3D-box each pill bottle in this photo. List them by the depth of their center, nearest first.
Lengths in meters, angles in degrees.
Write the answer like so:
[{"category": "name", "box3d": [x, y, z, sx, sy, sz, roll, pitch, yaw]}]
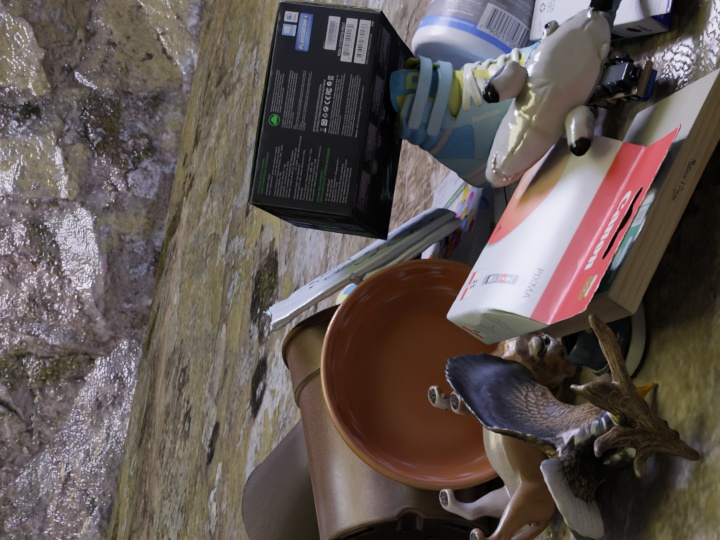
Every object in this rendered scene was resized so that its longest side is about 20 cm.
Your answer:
[{"category": "pill bottle", "box3d": [0.135, -0.264, 1.560, 0.201, 0.113, 0.114, -64, 13, -14]}]

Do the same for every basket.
[{"category": "basket", "box3d": [-0.026, 0.216, 1.715, 0.181, 0.135, 0.200, 62, 149, 25]}]

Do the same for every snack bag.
[{"category": "snack bag", "box3d": [0.000, 0.000, 1.569, 0.199, 0.022, 0.189, -32, 5, -1]}]

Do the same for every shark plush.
[{"category": "shark plush", "box3d": [0.151, -0.160, 1.336, 0.083, 0.090, 0.201, 102, -172, -69]}]

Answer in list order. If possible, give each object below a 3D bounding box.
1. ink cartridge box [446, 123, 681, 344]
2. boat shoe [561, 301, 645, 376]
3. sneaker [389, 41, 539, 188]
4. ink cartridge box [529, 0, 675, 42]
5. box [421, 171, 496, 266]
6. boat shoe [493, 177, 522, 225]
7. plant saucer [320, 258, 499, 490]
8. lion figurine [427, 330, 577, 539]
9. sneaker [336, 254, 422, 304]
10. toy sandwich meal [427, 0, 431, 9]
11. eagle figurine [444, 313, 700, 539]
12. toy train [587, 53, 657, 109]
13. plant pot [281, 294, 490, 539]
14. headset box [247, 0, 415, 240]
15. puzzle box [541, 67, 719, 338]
[{"category": "ink cartridge box", "box3d": [0.146, -0.031, 1.274, 0.163, 0.050, 0.200, -60, 7, -16]}, {"category": "boat shoe", "box3d": [0.176, 0.002, 1.368, 0.075, 0.061, 0.201, 121, 155, -44]}, {"category": "sneaker", "box3d": [0.100, -0.154, 1.442, 0.200, 0.130, 0.080, -46, 27, 44]}, {"category": "ink cartridge box", "box3d": [0.216, -0.244, 1.427, 0.200, 0.039, 0.100, 3, 81, 63]}, {"category": "box", "box3d": [0.099, -0.026, 1.639, 0.156, 0.041, 0.201, 127, 159, -56]}, {"category": "boat shoe", "box3d": [0.153, -0.096, 1.534, 0.070, 0.071, 0.201, -37, 33, 28]}, {"category": "plant saucer", "box3d": [0.063, 0.090, 1.455, 0.037, 0.198, 0.202, 115, 162, -69]}, {"category": "lion figurine", "box3d": [0.126, 0.144, 1.396, 0.072, 0.122, 0.202, -6, 86, 63]}, {"category": "sneaker", "box3d": [0.041, 0.021, 1.818, 0.106, 0.075, 0.200, -64, 24, 2]}, {"category": "toy sandwich meal", "box3d": [0.113, -0.234, 1.764, 0.205, 0.070, 0.207, -163, 90, -76]}, {"category": "eagle figurine", "box3d": [0.155, 0.122, 1.257, 0.200, 0.150, 0.153, -20, 68, 58]}, {"category": "toy train", "box3d": [0.198, -0.151, 1.443, 0.200, 0.045, 0.034, 180, 110, -75]}, {"category": "plant pot", "box3d": [0.034, 0.154, 1.539, 0.200, 0.199, 0.200, 127, 143, -54]}, {"category": "headset box", "box3d": [-0.019, -0.126, 1.500, 0.200, 0.092, 0.176, 20, -102, -78]}, {"category": "puzzle box", "box3d": [0.203, -0.046, 1.267, 0.201, 0.025, 0.133, -61, 12, -17]}]
